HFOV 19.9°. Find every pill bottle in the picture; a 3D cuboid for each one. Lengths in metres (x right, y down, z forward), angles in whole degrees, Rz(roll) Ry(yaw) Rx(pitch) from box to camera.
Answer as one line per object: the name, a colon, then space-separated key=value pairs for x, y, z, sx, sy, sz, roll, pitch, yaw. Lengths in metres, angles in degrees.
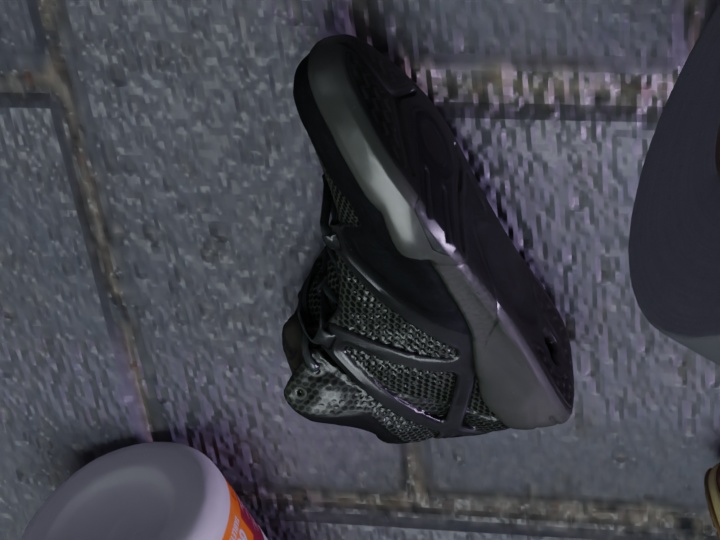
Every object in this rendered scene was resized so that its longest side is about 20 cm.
pill bottle: x=-0.071 y=0.184 z=0.978 sx=0.109 sy=0.110 sz=0.200 roll=-13 pitch=129 yaw=24

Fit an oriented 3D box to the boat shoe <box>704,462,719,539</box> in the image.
boat shoe: x=0.228 y=0.151 z=0.894 sx=0.068 sy=0.072 sz=0.200 roll=-37 pitch=99 yaw=26

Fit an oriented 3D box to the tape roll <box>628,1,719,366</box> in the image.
tape roll: x=0.168 y=-0.053 z=0.635 sx=0.066 sy=0.200 sz=0.200 roll=29 pitch=133 yaw=-17

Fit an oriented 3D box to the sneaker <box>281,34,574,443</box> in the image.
sneaker: x=0.000 y=0.000 z=0.810 sx=0.114 sy=0.076 sz=0.200 roll=-16 pitch=133 yaw=18
